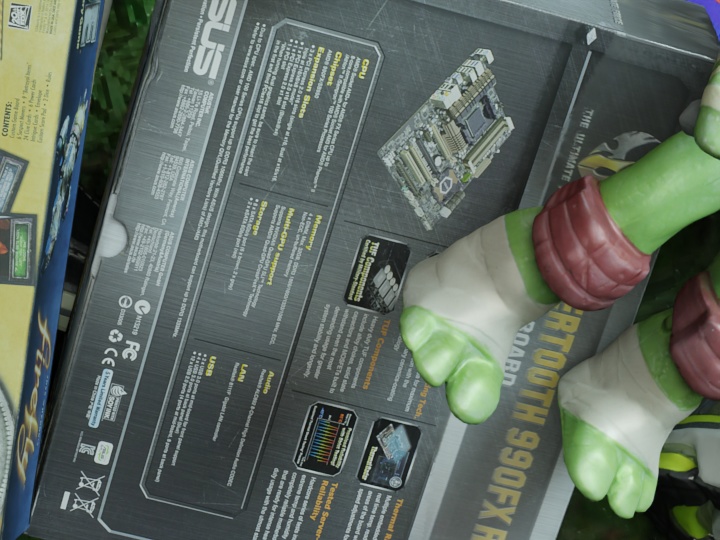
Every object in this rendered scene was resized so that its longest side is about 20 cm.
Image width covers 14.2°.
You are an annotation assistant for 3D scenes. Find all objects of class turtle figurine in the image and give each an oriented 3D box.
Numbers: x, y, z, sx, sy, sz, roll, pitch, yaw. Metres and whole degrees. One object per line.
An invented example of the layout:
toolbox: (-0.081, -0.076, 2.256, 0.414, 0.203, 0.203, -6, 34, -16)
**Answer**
turtle figurine: (0.115, 0.003, 0.735, 0.194, 0.144, 0.201, -37, 71, 29)

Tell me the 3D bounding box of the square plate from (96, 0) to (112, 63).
square plate: (-0.176, -0.067, 0.870, 0.199, 0.028, 0.200, 15, 95, 15)

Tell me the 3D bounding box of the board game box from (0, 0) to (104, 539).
board game box: (-0.145, -0.035, 0.798, 0.134, 0.035, 0.202, 10, 98, 7)

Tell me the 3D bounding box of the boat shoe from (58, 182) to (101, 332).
boat shoe: (-0.125, -0.042, 0.906, 0.199, 0.075, 0.062, 36, 101, 6)

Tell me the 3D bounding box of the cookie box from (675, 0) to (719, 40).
cookie box: (0.178, -0.096, 0.901, 0.199, 0.075, 0.172, 35, 87, -13)

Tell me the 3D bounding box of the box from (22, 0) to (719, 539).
box: (0.000, 0.000, 0.846, 0.157, 0.048, 0.201, 13, 113, -9)

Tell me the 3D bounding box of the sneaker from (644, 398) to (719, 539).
sneaker: (0.157, 0.045, 0.861, 0.074, 0.200, 0.081, 41, 69, -25)
